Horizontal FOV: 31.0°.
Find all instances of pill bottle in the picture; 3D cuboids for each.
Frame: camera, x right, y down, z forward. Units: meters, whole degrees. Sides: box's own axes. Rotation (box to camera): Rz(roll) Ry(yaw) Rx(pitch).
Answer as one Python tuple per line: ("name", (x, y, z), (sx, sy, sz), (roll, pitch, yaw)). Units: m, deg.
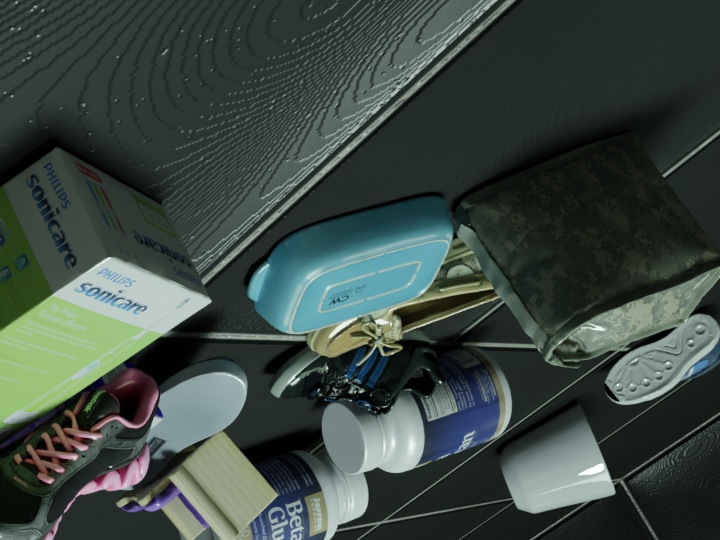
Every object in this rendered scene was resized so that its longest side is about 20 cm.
("pill bottle", (0.060, 0.159, 1.435), (0.199, 0.111, 0.111), (-14, 154, -34))
("pill bottle", (-0.094, 0.268, 1.458), (0.199, 0.111, 0.111), (-14, 154, -34))

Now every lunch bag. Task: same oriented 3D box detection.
("lunch bag", (0.194, -0.012, 1.155), (0.199, 0.164, 0.118), (-17, 152, -27))

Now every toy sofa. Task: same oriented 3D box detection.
("toy sofa", (-0.158, 0.215, 1.216), (0.098, 0.083, 0.200), (-42, -176, -20))

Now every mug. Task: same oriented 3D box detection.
("mug", (0.306, 0.315, 2.049), (0.153, 0.150, 0.187), (-23, 152, 4))

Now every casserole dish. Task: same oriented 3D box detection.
("casserole dish", (0.000, 0.000, 1.096), (0.199, 0.039, 0.121), (-15, 148, -29))

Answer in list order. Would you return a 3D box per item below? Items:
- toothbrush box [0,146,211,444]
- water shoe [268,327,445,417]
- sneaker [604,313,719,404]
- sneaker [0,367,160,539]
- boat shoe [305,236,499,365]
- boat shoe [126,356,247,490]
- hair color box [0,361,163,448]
("toothbrush box", (-0.219, 0.027, 0.830), (0.199, 0.086, 0.146), (-32, 160, 10))
("water shoe", (0.004, 0.106, 1.291), (0.199, 0.079, 0.072), (-12, 152, -37))
("sneaker", (0.464, 0.150, 1.959), (0.200, 0.081, 0.146), (-36, 154, 2))
("sneaker", (-0.206, 0.124, 0.899), (0.096, 0.079, 0.200), (-59, 168, 28))
("boat shoe", (0.045, 0.032, 1.203), (0.199, 0.063, 0.073), (-29, 158, -3))
("boat shoe", (-0.165, 0.122, 1.139), (0.070, 0.066, 0.200), (24, 132, -24))
("hair color box", (-0.270, 0.149, 1.044), (0.200, 0.065, 0.109), (-37, 158, 8))
